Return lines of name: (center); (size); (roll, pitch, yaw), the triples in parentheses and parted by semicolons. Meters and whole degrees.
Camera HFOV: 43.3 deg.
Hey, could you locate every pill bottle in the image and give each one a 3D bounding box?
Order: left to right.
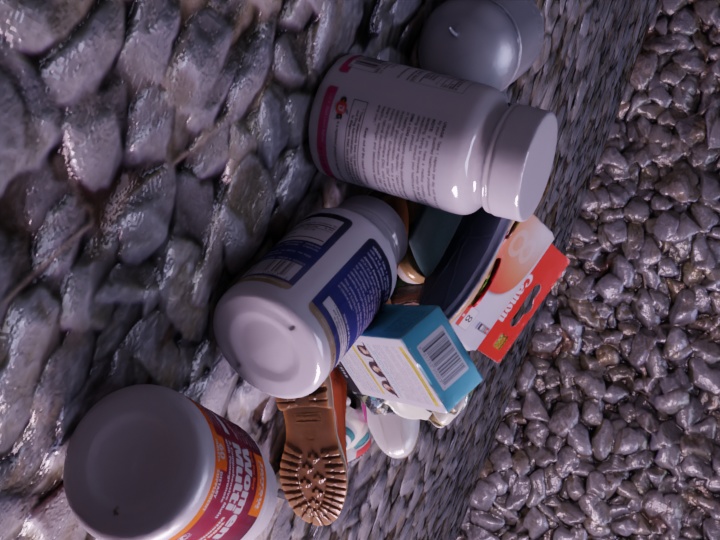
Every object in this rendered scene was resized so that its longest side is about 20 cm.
pill bottle: (-0.133, 0.161, 0.694); (0.110, 0.109, 0.200); (-64, 161, -13)
pill bottle: (-0.034, 0.013, 0.815); (0.200, 0.110, 0.112); (-48, 153, -47)
pill bottle: (0.064, -0.115, 0.801); (0.113, 0.198, 0.114); (-46, 146, -44)

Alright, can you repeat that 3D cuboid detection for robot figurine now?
robot figurine: (0.133, -0.253, 1.003); (0.200, 0.112, 0.171); (-44, 123, -53)

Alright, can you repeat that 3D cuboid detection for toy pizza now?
toy pizza: (0.117, -0.026, 0.903); (0.201, 0.031, 0.200); (-61, -171, 16)

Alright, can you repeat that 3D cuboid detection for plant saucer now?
plant saucer: (0.094, -0.092, 0.944); (0.200, 0.036, 0.202); (-156, -91, -88)

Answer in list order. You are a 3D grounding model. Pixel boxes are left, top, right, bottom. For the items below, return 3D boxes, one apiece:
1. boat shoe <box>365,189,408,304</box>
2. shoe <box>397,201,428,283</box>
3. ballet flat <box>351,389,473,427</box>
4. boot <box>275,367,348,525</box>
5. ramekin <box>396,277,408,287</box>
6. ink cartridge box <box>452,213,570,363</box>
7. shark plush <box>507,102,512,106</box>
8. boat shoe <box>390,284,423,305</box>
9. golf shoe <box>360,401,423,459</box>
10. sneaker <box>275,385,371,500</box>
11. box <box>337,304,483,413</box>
boat shoe: (0.000, 0.000, 0.972); (0.070, 0.070, 0.202); (-16, 128, -39)
shoe: (0.059, -0.026, 1.069); (0.053, 0.070, 0.200); (-41, -169, 20)
ballet flat: (0.070, 0.147, 1.028); (0.199, 0.074, 0.075); (14, 98, -41)
boot: (-0.040, 0.168, 0.979); (0.107, 0.074, 0.202); (-40, 129, -70)
ramekin: (0.093, 0.084, 1.278); (0.201, 0.097, 0.201); (-55, 158, -36)
ink cartridge box: (0.171, 0.025, 1.043); (0.199, 0.050, 0.163); (33, 93, -46)
shark plush: (0.159, -0.120, 1.133); (0.083, 0.091, 0.202); (-14, 120, -22)
boat shoe: (0.083, 0.080, 1.068); (0.200, 0.075, 0.072); (50, 32, -54)
golf shoe: (0.024, 0.125, 1.089); (0.092, 0.072, 0.202); (34, 45, -68)
sneaker: (-0.047, 0.198, 1.078); (0.199, 0.070, 0.095); (-29, 119, -61)
box: (0.029, 0.078, 0.858); (0.049, 0.083, 0.200); (-38, -166, -20)
